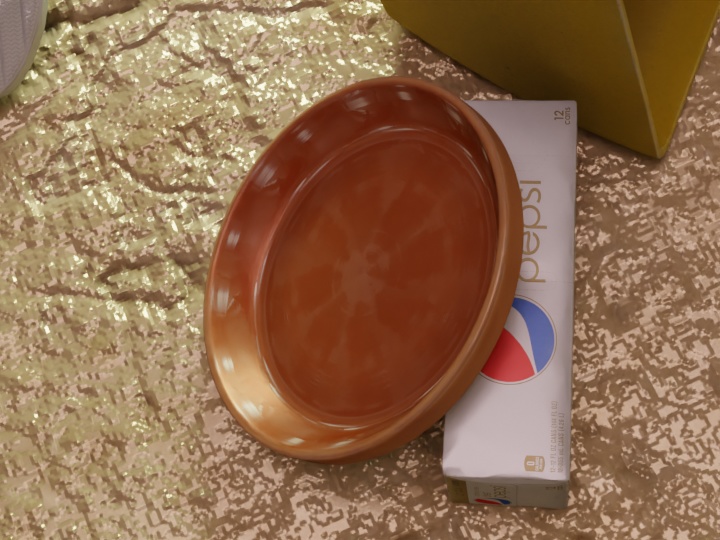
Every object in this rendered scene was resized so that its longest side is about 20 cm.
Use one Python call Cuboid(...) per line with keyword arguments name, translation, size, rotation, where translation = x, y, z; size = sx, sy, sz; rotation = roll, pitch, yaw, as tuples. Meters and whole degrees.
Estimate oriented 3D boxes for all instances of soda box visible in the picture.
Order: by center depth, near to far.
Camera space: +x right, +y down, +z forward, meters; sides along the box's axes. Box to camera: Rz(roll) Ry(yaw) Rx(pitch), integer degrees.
Cuboid(name="soda box", translation=(0.078, 0.016, 0.748), size=(0.063, 0.068, 0.202), rotation=(1, 71, 8))

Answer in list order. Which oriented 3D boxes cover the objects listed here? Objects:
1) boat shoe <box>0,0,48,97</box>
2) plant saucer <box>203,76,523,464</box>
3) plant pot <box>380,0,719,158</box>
Cuboid(name="boat shoe", translation=(-0.219, -0.201, 0.866), size=(0.071, 0.071, 0.202), rotation=(1, 90, -6))
Cuboid(name="plant saucer", translation=(0.000, 0.000, 0.742), size=(0.199, 0.032, 0.202), rotation=(-18, 60, 36))
Cuboid(name="plant pot", translation=(0.097, -0.207, 0.767), size=(0.175, 0.200, 0.201), rotation=(16, 73, 24))
